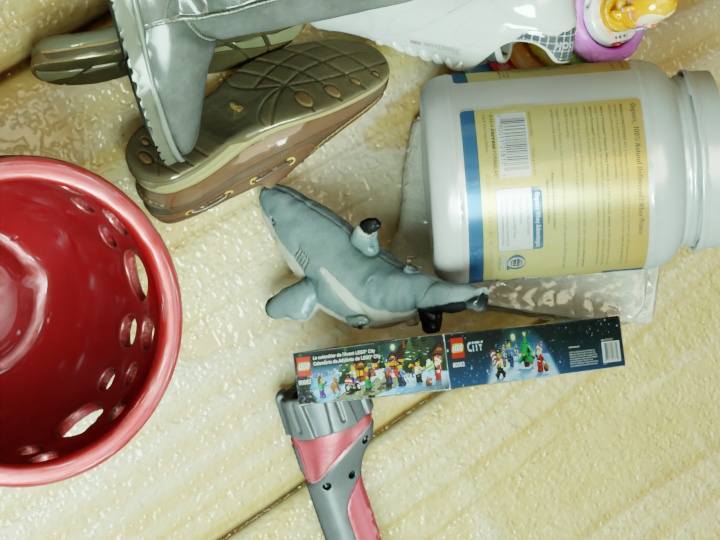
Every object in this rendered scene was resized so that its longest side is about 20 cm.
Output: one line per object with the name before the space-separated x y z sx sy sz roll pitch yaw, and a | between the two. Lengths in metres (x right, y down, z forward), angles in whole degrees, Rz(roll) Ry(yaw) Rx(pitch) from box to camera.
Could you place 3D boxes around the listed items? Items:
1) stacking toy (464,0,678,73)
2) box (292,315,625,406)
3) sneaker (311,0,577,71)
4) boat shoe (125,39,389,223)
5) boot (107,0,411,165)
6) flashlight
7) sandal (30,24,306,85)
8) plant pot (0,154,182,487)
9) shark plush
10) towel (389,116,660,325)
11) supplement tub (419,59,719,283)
stacking toy | 0.161 -0.181 1.496 0.116 0.200 0.110 -11 98 -26
box | 0.070 0.062 1.470 0.200 0.136 0.038 -4 86 -49
sneaker | 0.051 -0.175 1.468 0.076 0.199 0.081 -40 124 -58
boat shoe | -0.069 -0.097 1.479 0.200 0.072 0.068 -28 143 -17
boot | -0.057 -0.164 1.368 0.199 0.073 0.182 -17 135 -7
flashlight | 0.000 0.170 1.528 0.068 0.067 0.201 -37 113 -49
sandal | -0.130 -0.168 1.446 0.199 0.080 0.054 -10 76 -19
plant pot | -0.233 0.025 1.346 0.200 0.182 0.201 -2 96 -24
shark plush | 0.000 0.000 1.446 0.091 0.200 0.084 -21 118 -26
towel | 0.124 -0.034 1.545 0.199 0.034 0.133 9 85 1
supplement tub | 0.144 -0.069 1.459 0.199 0.145 0.145 -4 96 0
